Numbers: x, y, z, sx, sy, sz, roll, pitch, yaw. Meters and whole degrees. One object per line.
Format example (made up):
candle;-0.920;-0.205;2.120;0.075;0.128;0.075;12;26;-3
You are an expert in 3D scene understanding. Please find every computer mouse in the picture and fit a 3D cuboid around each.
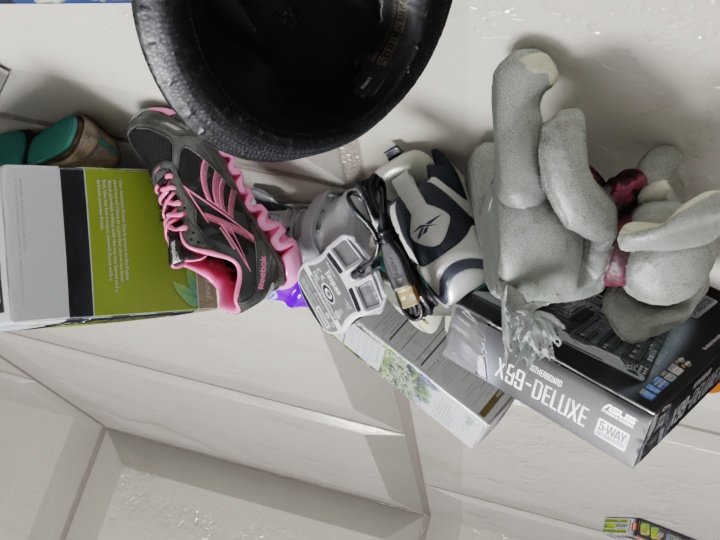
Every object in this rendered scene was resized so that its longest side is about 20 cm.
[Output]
computer mouse;0.000;0.000;0.770;0.110;0.044;0.200;61;157;1

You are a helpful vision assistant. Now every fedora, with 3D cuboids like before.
fedora;-0.044;-0.158;0.493;0.092;0.201;0.201;43;-179;42

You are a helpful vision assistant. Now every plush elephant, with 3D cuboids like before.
plush elephant;0.162;-0.032;0.629;0.155;0.200;0.165;-2;152;-3

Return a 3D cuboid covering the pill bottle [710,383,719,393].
pill bottle;0.230;0.064;0.858;0.200;0.106;0.106;8;162;-11

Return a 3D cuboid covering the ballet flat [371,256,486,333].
ballet flat;0.081;0.032;0.889;0.200;0.064;0.067;7;-159;-36

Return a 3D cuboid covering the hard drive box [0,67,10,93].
hard drive box;-0.432;-0.173;0.825;0.200;0.077;0.156;32;156;-34

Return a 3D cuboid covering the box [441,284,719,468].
box;0.182;0.046;0.711;0.158;0.200;0.050;30;125;31

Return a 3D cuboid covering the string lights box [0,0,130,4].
string lights box;-0.180;-0.208;0.558;0.200;0.059;0.103;7;159;26

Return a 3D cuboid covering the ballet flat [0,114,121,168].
ballet flat;-0.301;-0.102;0.930;0.200;0.068;0.067;-1;161;43

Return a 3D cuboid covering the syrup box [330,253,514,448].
syrup box;0.067;0.081;0.976;0.200;0.081;0.079;37;156;13

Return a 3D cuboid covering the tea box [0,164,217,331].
tea box;-0.269;-0.015;0.899;0.197;0.134;0.200;-1;176;-41

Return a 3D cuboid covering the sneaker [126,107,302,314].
sneaker;-0.138;-0.047;0.820;0.200;0.095;0.079;51;142;-6

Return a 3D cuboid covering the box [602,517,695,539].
box;0.608;0.552;1.968;0.200;0.035;0.110;24;159;-19

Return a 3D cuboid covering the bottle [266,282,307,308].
bottle;-0.107;-0.009;1.015;0.200;0.065;0.084;23;160;-17

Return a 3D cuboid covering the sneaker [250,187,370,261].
sneaker;-0.053;-0.036;0.886;0.115;0.075;0.200;17;163;-6

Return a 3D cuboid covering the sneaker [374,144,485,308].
sneaker;0.067;-0.046;0.784;0.079;0.130;0.199;-34;178;20
